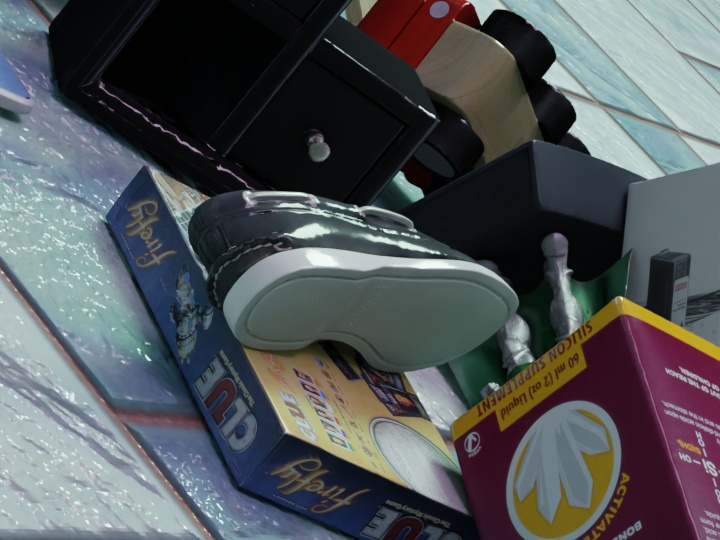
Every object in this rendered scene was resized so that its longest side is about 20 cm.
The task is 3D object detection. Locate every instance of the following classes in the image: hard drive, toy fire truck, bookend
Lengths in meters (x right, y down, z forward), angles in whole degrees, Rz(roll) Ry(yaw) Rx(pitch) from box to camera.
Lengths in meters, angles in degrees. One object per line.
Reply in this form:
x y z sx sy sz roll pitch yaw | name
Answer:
0.102 -0.012 1.565 0.200 0.135 0.042 18 50 -55 | hard drive
0.031 -0.116 1.656 0.200 0.129 0.176 29 -18 29 | toy fire truck
-0.024 -0.131 1.452 0.200 0.199 0.092 35 16 -24 | bookend

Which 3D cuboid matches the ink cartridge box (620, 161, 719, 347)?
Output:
0.210 0.058 1.511 0.144 0.084 0.200 27 63 -41 | ink cartridge box

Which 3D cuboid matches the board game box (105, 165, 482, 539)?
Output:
-0.031 0.044 1.281 0.135 0.035 0.200 28 21 -39 | board game box

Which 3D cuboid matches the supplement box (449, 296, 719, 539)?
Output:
0.124 0.128 1.205 0.086 0.110 0.200 25 37 -39 | supplement box

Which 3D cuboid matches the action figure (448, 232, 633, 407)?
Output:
0.102 0.067 1.428 0.200 0.118 0.055 -102 166 -46 | action figure

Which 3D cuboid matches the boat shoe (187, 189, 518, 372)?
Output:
0.000 0.000 1.269 0.200 0.076 0.060 16 36 -56 | boat shoe

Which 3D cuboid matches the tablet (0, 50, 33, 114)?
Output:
-0.242 -0.155 1.352 0.130 0.014 0.200 22 26 -49 | tablet
